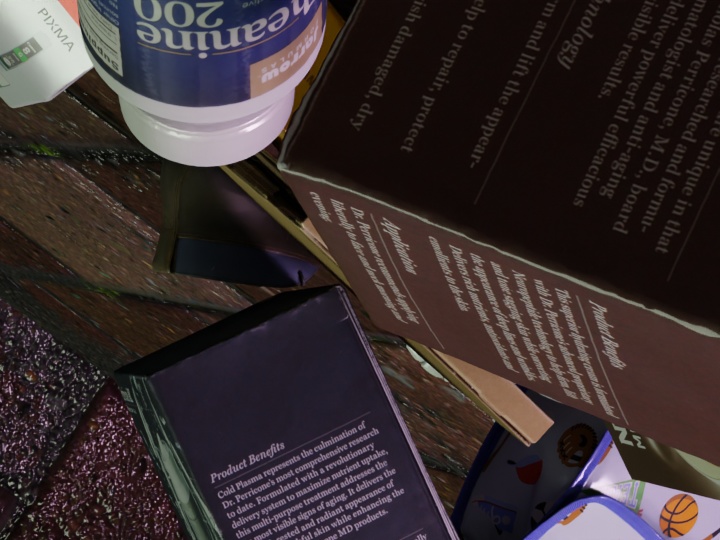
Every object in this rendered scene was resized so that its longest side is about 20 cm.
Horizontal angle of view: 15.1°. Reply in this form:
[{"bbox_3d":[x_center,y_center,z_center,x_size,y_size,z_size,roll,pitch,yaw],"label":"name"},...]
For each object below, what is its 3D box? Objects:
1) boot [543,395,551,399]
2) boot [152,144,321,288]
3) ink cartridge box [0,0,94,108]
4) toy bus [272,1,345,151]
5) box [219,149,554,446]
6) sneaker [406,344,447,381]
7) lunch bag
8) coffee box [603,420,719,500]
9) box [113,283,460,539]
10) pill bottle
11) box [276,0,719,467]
[{"bbox_3d":[0.099,0.024,1.280,0.095,0.074,0.200,7,171,-25],"label":"boot"},{"bbox_3d":[-0.035,-0.026,1.584,0.199,0.098,0.075,16,176,-29],"label":"boot"},{"bbox_3d":[-0.184,-0.158,1.339,0.161,0.050,0.200,51,165,-14],"label":"ink cartridge box"},{"bbox_3d":[-0.027,-0.095,1.368,0.200,0.065,0.078,49,177,-34],"label":"toy bus"},{"bbox_3d":[0.000,0.000,1.405,0.200,0.021,0.163,43,178,-35],"label":"box"},{"bbox_3d":[0.111,0.052,1.725,0.199,0.078,0.091,35,154,-24],"label":"sneaker"},{"bbox_3d":[0.156,0.139,1.589,0.170,0.201,0.124,41,166,-31],"label":"lunch bag"},{"bbox_3d":[0.191,0.051,1.341,0.115,0.079,0.200,63,160,-14],"label":"coffee box"},{"bbox_3d":[-0.038,0.121,1.516,0.200,0.123,0.198,169,78,-79],"label":"box"},{"bbox_3d":[-0.069,-0.134,1.167,0.111,0.111,0.201,30,151,17],"label":"pill bottle"},{"bbox_3d":[0.104,-0.044,1.000,0.199,0.165,0.166,22,165,20],"label":"box"}]
